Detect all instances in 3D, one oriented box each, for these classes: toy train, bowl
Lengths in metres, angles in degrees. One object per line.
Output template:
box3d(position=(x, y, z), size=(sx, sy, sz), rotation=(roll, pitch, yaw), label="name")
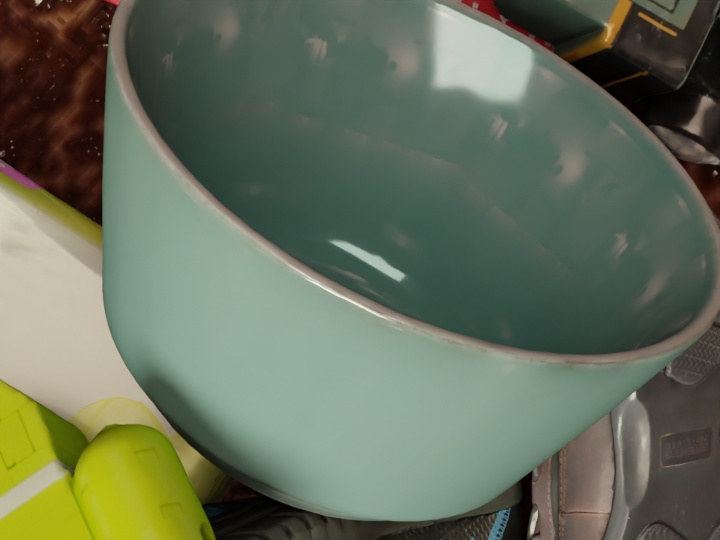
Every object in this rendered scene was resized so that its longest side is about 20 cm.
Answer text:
box3d(position=(0.128, -0.139, 0.822), size=(0.114, 0.085, 0.201), rotation=(28, 85, -12), label="toy train")
box3d(position=(0.000, 0.000, 0.749), size=(0.200, 0.201, 0.105), rotation=(29, 120, 2), label="bowl")

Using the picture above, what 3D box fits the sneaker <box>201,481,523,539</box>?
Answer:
box3d(position=(-0.015, 0.108, 0.775), size=(0.199, 0.073, 0.082), rotation=(-15, 99, -40), label="sneaker")

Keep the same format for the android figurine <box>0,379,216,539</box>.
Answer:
box3d(position=(-0.118, 0.113, 0.695), size=(0.182, 0.041, 0.201), rotation=(-32, 60, 10), label="android figurine")

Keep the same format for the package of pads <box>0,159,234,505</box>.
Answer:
box3d(position=(-0.140, 0.040, 0.823), size=(0.199, 0.068, 0.155), rotation=(33, 87, 2), label="package of pads")

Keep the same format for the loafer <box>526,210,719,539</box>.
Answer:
box3d(position=(0.088, 0.075, 0.830), size=(0.072, 0.063, 0.201), rotation=(2, 93, -37), label="loafer")

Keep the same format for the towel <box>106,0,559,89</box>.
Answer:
box3d(position=(0.004, -0.135, 0.824), size=(0.199, 0.022, 0.146), rotation=(17, 88, -22), label="towel")
